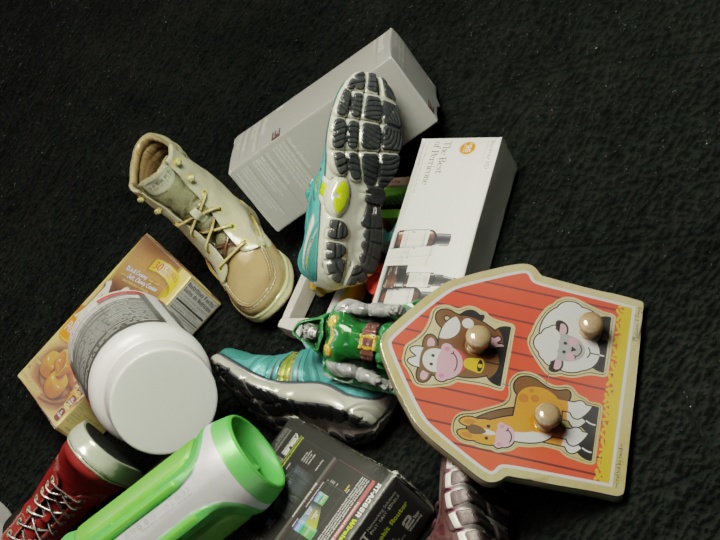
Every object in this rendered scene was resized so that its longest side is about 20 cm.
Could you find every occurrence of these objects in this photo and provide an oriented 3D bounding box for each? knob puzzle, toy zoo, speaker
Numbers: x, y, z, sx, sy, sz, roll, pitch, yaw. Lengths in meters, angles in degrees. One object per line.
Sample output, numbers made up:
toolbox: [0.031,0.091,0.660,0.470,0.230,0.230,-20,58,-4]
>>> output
knob puzzle: [0.113,0.072,1.233,0.218,0.031,0.221,2,57,-3]
toy zoo: [0.000,0.000,1.501,0.131,0.020,0.201,-1,56,42]
speaker: [-0.159,0.204,1.312,0.200,0.088,0.089,-38,39,11]

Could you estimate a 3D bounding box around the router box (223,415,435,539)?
router box: [-0.054,0.232,1.309,0.200,0.062,0.150,-54,37,-10]

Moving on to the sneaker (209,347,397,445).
sneaker: [-0.047,0.100,1.425,0.199,0.078,0.080,10,54,36]

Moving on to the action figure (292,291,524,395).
action figure: [0.032,0.064,1.328,0.199,0.055,0.119,7,85,28]

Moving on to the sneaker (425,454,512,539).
sneaker: [0.054,0.212,1.223,0.115,0.076,0.201,-28,42,25]

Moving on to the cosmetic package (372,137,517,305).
cosmetic package: [0.073,-0.024,1.417,0.082,0.051,0.201,2,58,25]

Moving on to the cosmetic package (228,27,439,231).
cosmetic package: [-0.025,-0.138,1.578,0.200,0.090,0.107,-37,18,14]

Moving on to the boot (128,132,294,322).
boot: [-0.148,-0.044,1.564,0.072,0.155,0.200,-41,36,7]

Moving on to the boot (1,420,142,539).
boot: [-0.270,0.209,1.450,0.144,0.072,0.200,-45,-2,-12]

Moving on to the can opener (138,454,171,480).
can opener: [-0.212,0.220,1.472,0.200,0.053,0.067,-44,39,0]

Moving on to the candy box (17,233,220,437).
candy box: [-0.245,0.070,1.632,0.200,0.055,0.115,-49,40,-3]

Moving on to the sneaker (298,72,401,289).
sneaker: [-0.020,-0.084,1.476,0.079,0.077,0.201,3,79,56]

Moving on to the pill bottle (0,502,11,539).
pill bottle: [-0.433,0.286,1.565,0.199,0.112,0.113,-18,46,30]

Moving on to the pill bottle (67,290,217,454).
pill bottle: [-0.199,0.093,1.478,0.114,0.114,0.200,-48,21,-3]
